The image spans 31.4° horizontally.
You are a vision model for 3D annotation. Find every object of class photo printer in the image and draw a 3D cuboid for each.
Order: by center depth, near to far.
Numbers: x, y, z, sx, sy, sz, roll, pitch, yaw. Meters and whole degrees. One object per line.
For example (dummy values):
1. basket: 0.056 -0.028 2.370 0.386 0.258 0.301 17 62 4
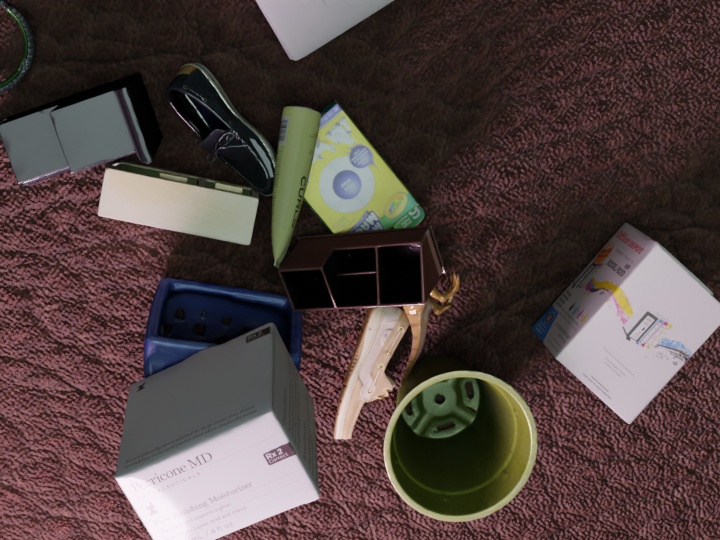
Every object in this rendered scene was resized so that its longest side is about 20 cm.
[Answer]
1. photo printer: -0.038 -0.371 1.575 0.198 0.070 0.167 -31 142 2

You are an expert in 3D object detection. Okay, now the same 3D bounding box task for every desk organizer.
1. desk organizer: 0.000 0.000 1.645 0.197 0.077 0.072 -4 122 28

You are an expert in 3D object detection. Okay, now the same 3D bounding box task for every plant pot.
1. plant pot: -0.185 0.139 1.658 0.197 0.200 0.182 9 110 -7
2. plant pot: 0.120 0.200 1.700 0.197 0.190 0.203 -1 104 -4

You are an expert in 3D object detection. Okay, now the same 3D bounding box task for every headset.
1. headset: -0.506 -0.300 1.594 0.198 0.094 0.125 24 96 -26

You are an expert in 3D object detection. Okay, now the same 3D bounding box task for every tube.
1. tube: -0.089 -0.103 1.615 0.058 0.051 0.203 14 85 -48

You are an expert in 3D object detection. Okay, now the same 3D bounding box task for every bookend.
1. bookend: -0.353 -0.160 1.564 0.196 0.200 0.093 -19 104 -1

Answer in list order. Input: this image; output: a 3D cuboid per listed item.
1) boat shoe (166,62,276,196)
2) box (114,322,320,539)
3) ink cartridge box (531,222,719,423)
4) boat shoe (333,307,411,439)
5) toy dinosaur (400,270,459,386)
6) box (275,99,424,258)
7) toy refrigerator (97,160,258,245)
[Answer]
1. boat shoe: -0.176 -0.172 1.636 0.074 0.062 0.201 -27 105 46
2. box: -0.160 0.192 1.469 0.197 0.201 0.132 -23 116 8
3. ink cartridge box: 0.358 0.066 1.713 0.144 0.147 0.200 40 97 -13
4. boat shoe: 0.017 0.142 1.736 0.068 0.074 0.203 18 101 -3
5. toy dinosaur: 0.079 0.044 1.712 0.105 0.060 0.203 -9 90 -16
6. box: -0.012 -0.109 1.688 0.117 0.048 0.200 -40 105 5
7. toy refrigerator: -0.233 -0.092 1.655 0.197 0.076 0.071 12 102 -7
